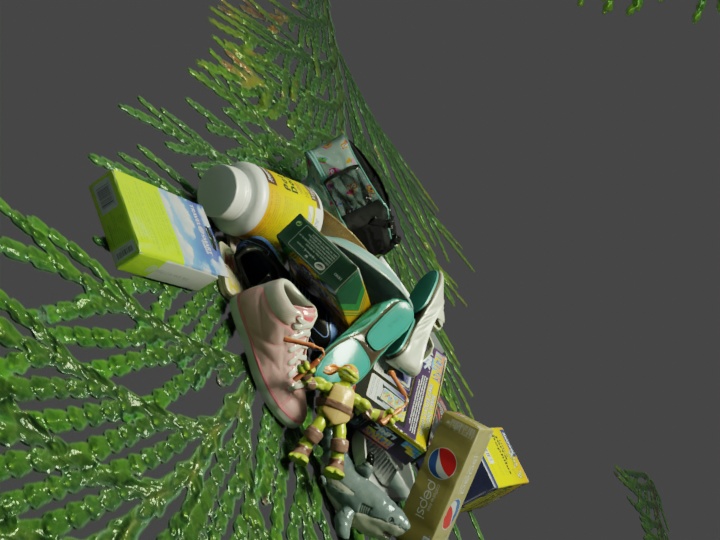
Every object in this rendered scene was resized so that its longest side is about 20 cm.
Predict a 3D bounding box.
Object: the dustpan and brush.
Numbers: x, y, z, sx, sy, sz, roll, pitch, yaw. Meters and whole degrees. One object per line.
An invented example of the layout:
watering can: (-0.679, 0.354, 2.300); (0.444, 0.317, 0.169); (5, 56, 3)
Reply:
dustpan and brush: (0.024, 0.244, 1.770); (0.139, 0.057, 0.202); (18, 40, -58)

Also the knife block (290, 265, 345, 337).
knife block: (-0.037, 0.048, 1.913); (0.199, 0.064, 0.177); (16, 48, -63)

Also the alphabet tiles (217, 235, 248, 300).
alphabet tiles: (-0.145, 0.041, 1.721); (0.200, 0.014, 0.197); (42, 25, -43)

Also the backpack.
backpack: (-0.031, -0.126, 2.038); (0.176, 0.151, 0.202); (64, 6, -64)

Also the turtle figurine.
turtle figurine: (-0.043, 0.185, 1.566); (0.198, 0.064, 0.163); (29, 69, -20)

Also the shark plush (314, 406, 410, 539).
shark plush: (-0.007, 0.278, 1.605); (0.091, 0.083, 0.202); (24, 39, -61)

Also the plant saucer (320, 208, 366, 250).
plant saucer: (-0.066, -0.051, 1.911); (0.199, 0.036, 0.201); (35, -15, 11)

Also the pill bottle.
pill bottle: (-0.151, -0.096, 1.750); (0.199, 0.109, 0.110); (18, 44, -55)

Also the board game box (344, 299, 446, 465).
board game box: (0.040, 0.166, 1.770); (0.165, 0.057, 0.201); (38, 39, -16)

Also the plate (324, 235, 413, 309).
plate: (0.000, 0.000, 1.755); (0.199, 0.026, 0.201); (32, -16, 10)

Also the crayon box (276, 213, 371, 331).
crayon box: (-0.046, 0.014, 1.703); (0.126, 0.052, 0.200); (43, -11, 22)

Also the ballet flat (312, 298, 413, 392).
ballet flat: (-0.006, 0.112, 1.682); (0.199, 0.070, 0.068); (-39, 103, -28)

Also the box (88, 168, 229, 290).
box: (-0.256, -0.047, 1.507); (0.199, 0.047, 0.123); (22, 41, -62)

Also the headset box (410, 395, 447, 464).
headset box: (0.077, 0.227, 1.922); (0.150, 0.074, 0.200); (60, 18, 3)

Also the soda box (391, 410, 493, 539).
soda box: (0.121, 0.310, 1.719); (0.063, 0.202, 0.068); (25, 3, 27)

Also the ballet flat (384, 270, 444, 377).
ballet flat: (0.093, 0.086, 1.799); (0.070, 0.069, 0.201); (51, 42, -22)

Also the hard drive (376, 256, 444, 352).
hard drive: (0.047, 0.076, 2.015); (0.042, 0.134, 0.201); (-41, 104, -32)

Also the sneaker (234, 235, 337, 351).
sneaker: (-0.111, 0.040, 1.678); (0.200, 0.070, 0.078); (49, 14, -2)

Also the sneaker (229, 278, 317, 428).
sneaker: (-0.097, 0.106, 1.592); (0.203, 0.104, 0.075); (67, 20, 7)

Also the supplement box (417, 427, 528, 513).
supplement box: (0.193, 0.340, 2.000); (0.111, 0.108, 0.199); (64, 19, 17)
